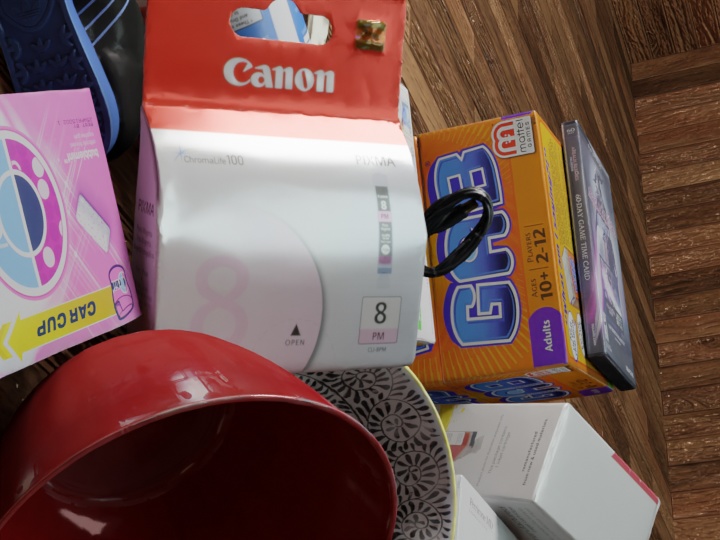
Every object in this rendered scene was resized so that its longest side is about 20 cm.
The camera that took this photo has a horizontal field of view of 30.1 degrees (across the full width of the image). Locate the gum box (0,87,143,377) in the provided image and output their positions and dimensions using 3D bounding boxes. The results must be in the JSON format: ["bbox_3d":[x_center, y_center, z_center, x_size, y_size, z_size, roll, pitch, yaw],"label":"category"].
[{"bbox_3d":[-0.172,-0.013,0.583,0.200,0.065,0.115,-30,108,-71],"label":"gum box"}]

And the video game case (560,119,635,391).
[{"bbox_3d":[0.204,-0.009,1.148,0.143,0.019,0.203,37,47,-64],"label":"video game case"}]

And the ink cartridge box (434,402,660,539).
[{"bbox_3d":[0.106,0.174,1.041,0.145,0.198,0.084,43,59,-33],"label":"ink cartridge box"}]

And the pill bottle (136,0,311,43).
[{"bbox_3d":[-0.075,-0.101,0.847,0.113,0.111,0.202,-63,140,-61],"label":"pill bottle"}]

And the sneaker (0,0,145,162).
[{"bbox_3d":[-0.158,-0.156,0.708,0.078,0.069,0.203,-56,140,-69],"label":"sneaker"}]

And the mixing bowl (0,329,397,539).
[{"bbox_3d":[-0.094,0.104,0.619,0.109,0.199,0.201,54,-5,47],"label":"mixing bowl"}]

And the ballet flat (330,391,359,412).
[{"bbox_3d":[-0.016,0.092,0.928,0.200,0.068,0.072,96,-18,-75],"label":"ballet flat"}]

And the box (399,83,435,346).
[{"bbox_3d":[-0.019,-0.040,0.980,0.101,0.111,0.203,20,63,-69],"label":"box"}]

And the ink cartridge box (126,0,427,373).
[{"bbox_3d":[-0.038,-0.048,0.704,0.161,0.057,0.203,0,104,-32],"label":"ink cartridge box"}]

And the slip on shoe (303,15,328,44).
[{"bbox_3d":[-0.063,-0.235,1.039,0.060,0.076,0.203,9,77,-28],"label":"slip on shoe"}]

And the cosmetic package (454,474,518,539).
[{"bbox_3d":[0.081,0.254,0.931,0.200,0.051,0.152,52,39,-47],"label":"cosmetic package"}]

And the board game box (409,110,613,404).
[{"bbox_3d":[0.088,0.007,1.133,0.200,0.197,0.203,28,54,-67],"label":"board game box"}]

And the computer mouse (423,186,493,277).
[{"bbox_3d":[0.000,0.000,0.900,0.034,0.198,0.059,-19,84,-86],"label":"computer mouse"}]

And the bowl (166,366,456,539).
[{"bbox_3d":[-0.047,0.136,0.787,0.199,0.094,0.204,9,76,-37],"label":"bowl"}]
